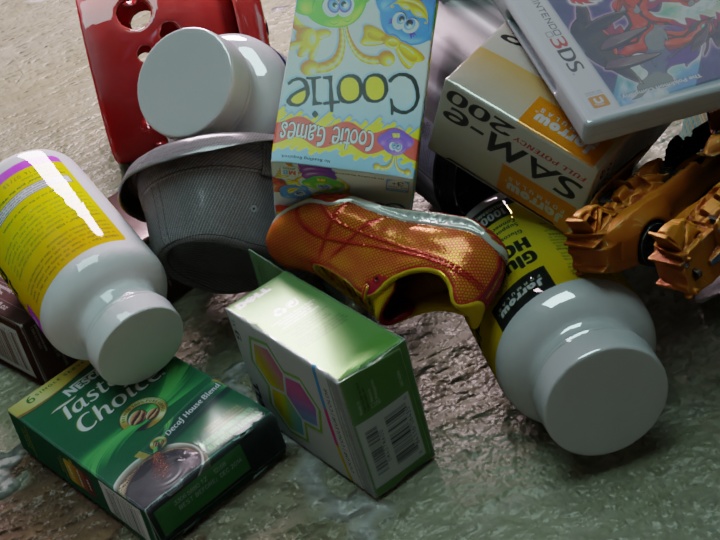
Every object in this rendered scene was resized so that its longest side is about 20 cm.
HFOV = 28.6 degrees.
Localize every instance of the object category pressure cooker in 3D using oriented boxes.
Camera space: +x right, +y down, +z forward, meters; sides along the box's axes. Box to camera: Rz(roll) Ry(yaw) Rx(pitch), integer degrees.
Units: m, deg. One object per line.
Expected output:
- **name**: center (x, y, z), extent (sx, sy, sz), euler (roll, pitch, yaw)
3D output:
- **pressure cooker**: center (0.090, -0.143, 1.181), extent (0.176, 0.178, 0.200), euler (-50, 46, 4)

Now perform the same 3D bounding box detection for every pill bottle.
- **pill bottle**: center (-0.098, -0.132, 1.193), extent (0.119, 0.121, 0.200), euler (-4, -10, 24)
- **pill bottle**: center (-0.218, -0.001, 1.094), extent (0.104, 0.105, 0.200), euler (-30, 52, -20)
- **pill bottle**: center (0.135, 0.034, 0.975), extent (0.112, 0.113, 0.200), euler (-19, 32, -3)

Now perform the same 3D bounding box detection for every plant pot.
- **plant pot**: center (-0.186, -0.222, 1.440), extent (0.181, 0.201, 0.201), euler (-11, 32, -6)

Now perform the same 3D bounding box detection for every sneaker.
- **sneaker**: center (0.005, -0.005, 0.976), extent (0.199, 0.073, 0.077), euler (7, 61, 40)

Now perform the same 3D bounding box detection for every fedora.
- **fedora**: center (-0.096, -0.037, 1.134), extent (0.176, 0.199, 0.091), euler (-23, 66, 35)

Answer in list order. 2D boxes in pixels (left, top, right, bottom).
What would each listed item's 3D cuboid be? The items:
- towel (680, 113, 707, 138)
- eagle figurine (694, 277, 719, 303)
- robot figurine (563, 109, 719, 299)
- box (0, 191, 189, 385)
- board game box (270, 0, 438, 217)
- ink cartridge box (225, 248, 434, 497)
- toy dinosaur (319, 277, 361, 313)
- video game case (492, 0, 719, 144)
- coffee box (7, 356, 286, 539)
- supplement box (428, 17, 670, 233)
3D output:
- **towel**: center (0.279, -0.136, 1.091), extent (0.022, 0.201, 0.147), euler (2, 33, 0)
- **eagle figurine**: center (0.312, 0.006, 0.955), extent (0.200, 0.151, 0.152), euler (47, 110, 24)
- **robot figurine**: center (0.231, -0.060, 0.916), extent (0.200, 0.058, 0.145), euler (-40, 32, -27)
- **box**: center (-0.229, 0.008, 1.223), extent (0.100, 0.075, 0.200), euler (19, 45, 42)
- **board game box**: center (-0.001, -0.143, 1.038), extent (0.104, 0.103, 0.201), euler (7, 70, 1)
- **ink cartridge box**: center (-0.038, 0.069, 1.011), extent (0.059, 0.104, 0.200), euler (-32, 35, -24)
- **toy dinosaur**: center (0.000, 0.000, 1.151), extent (0.088, 0.048, 0.200), euler (-30, 30, 11)
- **video game case**: center (0.208, -0.174, 0.961), extent (0.199, 0.023, 0.183), euler (-16, 49, -10)
- **coffee box**: center (-0.163, 0.119, 1.049), extent (0.123, 0.044, 0.200), euler (-35, 37, -26)
- **supplement box**: center (0.156, -0.133, 1.006), extent (0.126, 0.074, 0.200), euler (32, 54, 16)
